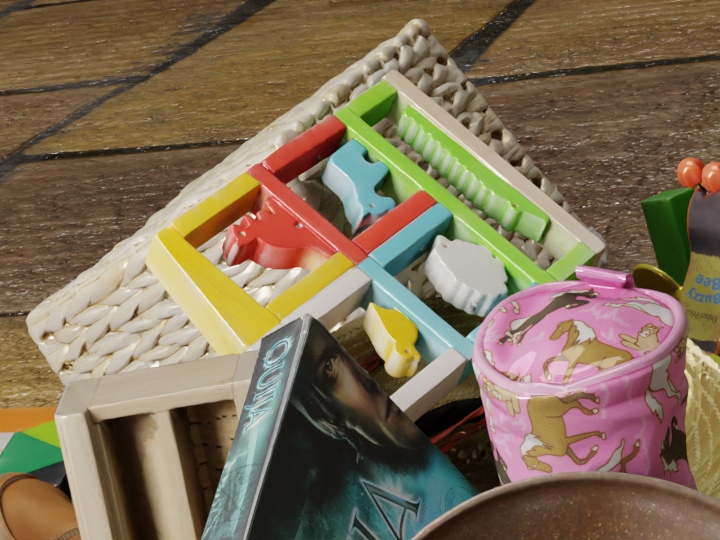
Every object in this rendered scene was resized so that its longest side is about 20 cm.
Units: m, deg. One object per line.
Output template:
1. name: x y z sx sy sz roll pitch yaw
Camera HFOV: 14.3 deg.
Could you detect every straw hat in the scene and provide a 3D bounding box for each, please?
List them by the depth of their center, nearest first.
1. straw hat: 0.063 0.095 1.220 0.200 0.086 0.202 1 35 -1

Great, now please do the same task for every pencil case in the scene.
1. pencil case: 0.095 0.101 1.065 0.082 0.201 0.087 -16 27 -6

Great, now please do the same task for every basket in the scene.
1. basket: -0.021 0.013 1.396 0.200 0.161 0.198 -34 6 34

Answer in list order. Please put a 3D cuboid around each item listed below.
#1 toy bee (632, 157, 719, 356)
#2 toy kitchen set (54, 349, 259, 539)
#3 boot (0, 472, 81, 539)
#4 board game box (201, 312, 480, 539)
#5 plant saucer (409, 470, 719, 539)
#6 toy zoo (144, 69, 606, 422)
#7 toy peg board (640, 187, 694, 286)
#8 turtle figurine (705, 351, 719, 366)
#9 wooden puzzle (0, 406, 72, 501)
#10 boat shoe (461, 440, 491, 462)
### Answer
1. toy bee: 0.181 -0.004 1.384 0.108 0.201 0.131 30 -32 -35
2. toy kitchen set: -0.103 0.156 1.033 0.162 0.182 0.200 -9 16 5
3. boot: -0.098 0.135 1.317 0.154 0.077 0.200 -2 3 -2
4. board game box: -0.004 0.126 1.013 0.028 0.135 0.201 -28 28 29
5. plant saucer: 0.085 0.166 0.963 0.199 0.201 0.037 -15 -26 -19
6. toy zoo: 0.000 0.000 1.223 0.131 0.021 0.200 40 48 15
7. toy peg board: 0.267 -0.019 1.538 0.199 0.098 0.199 -22 11 -38
8. turtle figurine: 0.184 0.079 1.231 0.161 0.065 0.201 5 53 37
9. wooden puzzle: -0.213 0.108 1.548 0.199 0.037 0.185 -8 16 8
10. boat shoe: 0.100 0.083 1.375 0.068 0.072 0.200 2 23 19
